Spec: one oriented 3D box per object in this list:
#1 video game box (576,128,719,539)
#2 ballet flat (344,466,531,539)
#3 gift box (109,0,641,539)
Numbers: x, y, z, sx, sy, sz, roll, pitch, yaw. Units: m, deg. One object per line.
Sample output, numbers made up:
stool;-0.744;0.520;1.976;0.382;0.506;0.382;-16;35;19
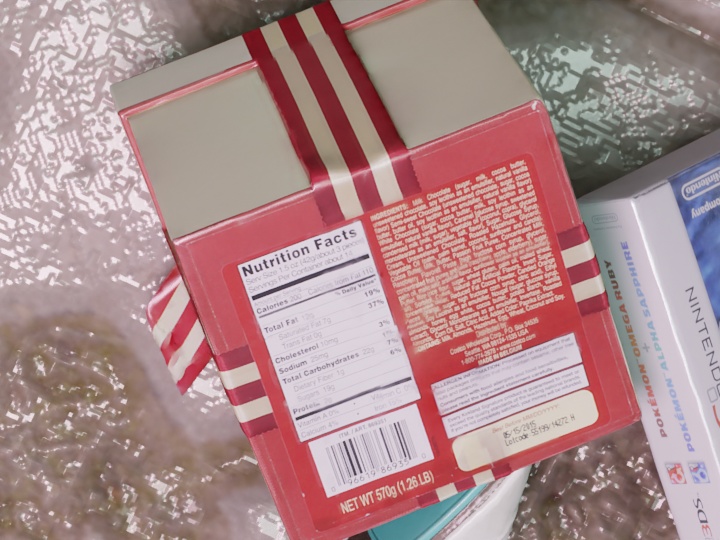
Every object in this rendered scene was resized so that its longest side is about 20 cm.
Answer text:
video game box;0.198;0.021;1.300;0.200;0.047;0.183;-26;104;-35
ballet flat;0.019;0.140;1.346;0.200;0.069;0.069;-44;100;6
gift box;0.000;0.000;1.261;0.184;0.187;0.200;-17;119;-5
